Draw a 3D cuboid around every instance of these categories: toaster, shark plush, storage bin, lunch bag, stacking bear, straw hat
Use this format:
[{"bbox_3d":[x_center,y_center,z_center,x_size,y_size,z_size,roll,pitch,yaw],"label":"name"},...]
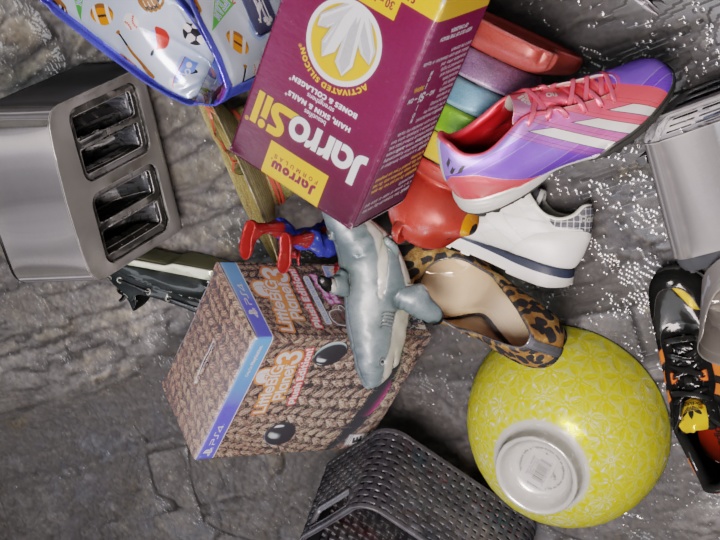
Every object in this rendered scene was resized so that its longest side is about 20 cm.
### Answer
[{"bbox_3d":[0.319,-0.090,1.080,0.198,0.113,0.131,-18,101,34],"label":"toaster"},{"bbox_3d":[0.000,0.000,1.175,0.090,0.083,0.202,22,140,46],"label":"shark plush"},{"bbox_3d":[0.057,0.259,1.342,0.199,0.094,0.135,34,139,-15],"label":"storage bin"},{"bbox_3d":[-0.279,-0.096,1.340,0.117,0.200,0.183,0,112,32],"label":"toaster"},{"bbox_3d":[-0.149,-0.243,1.222,0.200,0.170,0.124,41,129,7],"label":"lunch bag"},{"bbox_3d":[0.087,-0.111,1.159,0.113,0.121,0.202,29,107,19],"label":"stacking bear"},{"bbox_3d":[-0.084,-0.115,1.290,0.084,0.201,0.203,-25,102,-8],"label":"straw hat"}]

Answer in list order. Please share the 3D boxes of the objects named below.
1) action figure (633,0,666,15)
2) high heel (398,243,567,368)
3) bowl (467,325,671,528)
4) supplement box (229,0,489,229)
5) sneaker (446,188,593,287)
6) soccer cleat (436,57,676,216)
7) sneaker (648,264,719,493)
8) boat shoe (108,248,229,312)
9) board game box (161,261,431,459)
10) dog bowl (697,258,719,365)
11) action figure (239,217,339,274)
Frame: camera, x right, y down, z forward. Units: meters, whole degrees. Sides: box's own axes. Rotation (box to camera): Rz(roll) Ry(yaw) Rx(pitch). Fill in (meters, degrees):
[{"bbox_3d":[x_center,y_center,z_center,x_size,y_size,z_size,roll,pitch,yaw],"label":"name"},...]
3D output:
[{"bbox_3d":[0.242,-0.287,1.061,0.130,0.070,0.200,42,129,-4],"label":"action figure"},{"bbox_3d":[0.089,0.022,1.194,0.198,0.142,0.072,25,96,11],"label":"high heel"},{"bbox_3d":[0.178,0.164,1.273,0.198,0.108,0.203,12,118,23],"label":"bowl"},{"bbox_3d":[-0.001,-0.158,1.074,0.130,0.103,0.202,31,119,16],"label":"supplement box"},{"bbox_3d":[0.112,-0.055,1.238,0.198,0.076,0.082,22,109,13],"label":"sneaker"},{"bbox_3d":[0.152,-0.118,1.067,0.198,0.069,0.074,-29,128,4],"label":"soccer cleat"},{"bbox_3d":[0.296,0.097,1.190,0.069,0.090,0.202,-12,107,31],"label":"sneaker"},{"bbox_3d":[-0.223,0.011,1.434,0.196,0.074,0.067,9,105,14],"label":"boat shoe"},{"bbox_3d":[-0.061,0.084,1.296,0.097,0.198,0.160,58,133,37],"label":"board game box"},{"bbox_3d":[0.359,0.021,1.075,0.198,0.199,0.060,-17,64,32],"label":"dog bowl"},{"bbox_3d":[-0.034,-0.024,1.246,0.065,0.199,0.053,14,103,28],"label":"action figure"}]
